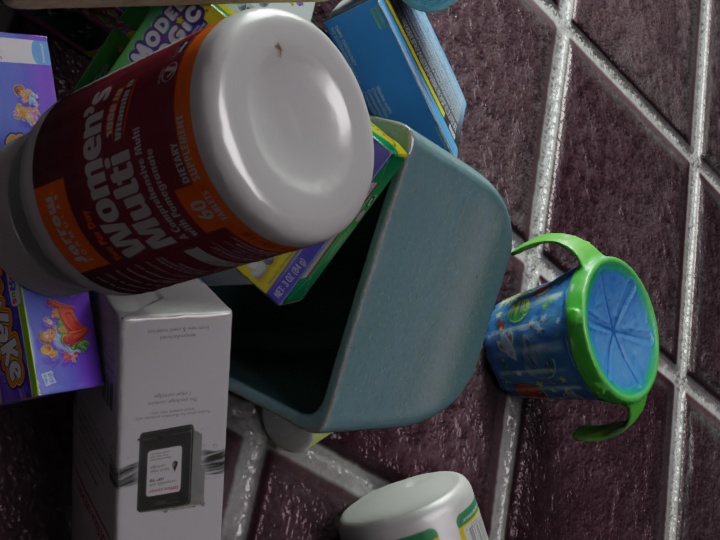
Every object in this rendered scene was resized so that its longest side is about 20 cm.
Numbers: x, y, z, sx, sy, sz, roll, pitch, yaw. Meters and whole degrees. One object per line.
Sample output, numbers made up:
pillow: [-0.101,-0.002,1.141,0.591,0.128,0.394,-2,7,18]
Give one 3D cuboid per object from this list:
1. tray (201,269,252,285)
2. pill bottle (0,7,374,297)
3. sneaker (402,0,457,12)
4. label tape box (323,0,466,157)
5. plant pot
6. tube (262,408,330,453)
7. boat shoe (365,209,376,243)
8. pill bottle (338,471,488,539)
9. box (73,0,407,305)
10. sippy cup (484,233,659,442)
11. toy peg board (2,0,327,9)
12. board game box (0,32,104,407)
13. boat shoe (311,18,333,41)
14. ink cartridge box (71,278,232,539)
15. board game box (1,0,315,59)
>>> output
tray: [-0.154,-0.044,0.784,0.198,0.022,0.109,-1,75,-4]
pill bottle: [-0.098,-0.048,0.605,0.109,0.199,0.111,17,66,-45]
sneaker: [0.019,-0.304,1.012,0.201,0.079,0.131,52,21,-8]
label tape box: [0.030,-0.167,1.034,0.145,0.063,0.200,62,16,-15]
plant pot: [0.000,0.000,0.874,0.199,0.195,0.198,15,94,-48]
tube: [0.000,0.085,0.998,0.052,0.058,0.199,50,37,10]
boat shoe: [-0.014,-0.062,1.010,0.201,0.068,0.075,64,32,-21]
pill bottle: [0.063,0.273,0.967,0.112,0.112,0.202,-24,97,-49]
box: [-0.083,-0.087,0.740,0.200,0.118,0.048,40,12,11]
sippy cup: [0.194,0.065,1.159,0.139,0.130,0.180,24,63,-43]
toy peg board: [-0.112,-0.264,0.694,0.197,0.098,0.202,-6,72,-22]
board game box: [-0.222,-0.021,0.713,0.045,0.134,0.202,-5,83,-49]
boat shoe: [-0.075,-0.191,0.988,0.200,0.071,0.072,45,41,-45]
ink cartridge box: [-0.130,0.102,0.737,0.066,0.116,0.202,-4,109,-25]
board game box: [-0.152,-0.197,0.833,0.199,0.147,0.065,32,59,-38]
